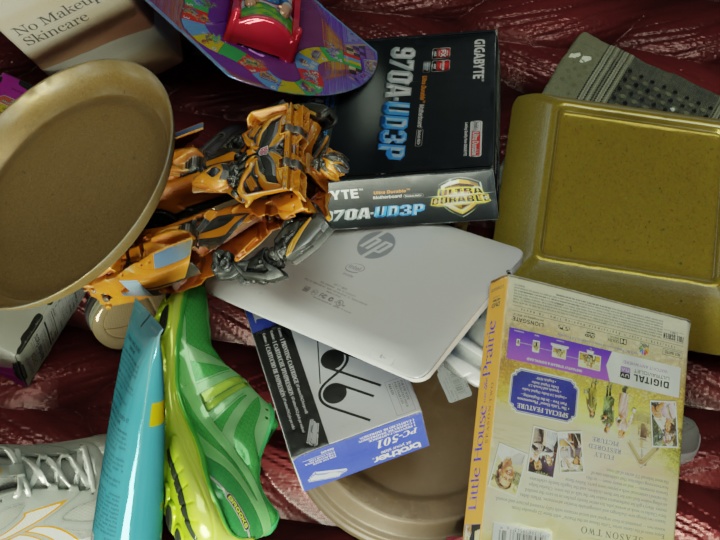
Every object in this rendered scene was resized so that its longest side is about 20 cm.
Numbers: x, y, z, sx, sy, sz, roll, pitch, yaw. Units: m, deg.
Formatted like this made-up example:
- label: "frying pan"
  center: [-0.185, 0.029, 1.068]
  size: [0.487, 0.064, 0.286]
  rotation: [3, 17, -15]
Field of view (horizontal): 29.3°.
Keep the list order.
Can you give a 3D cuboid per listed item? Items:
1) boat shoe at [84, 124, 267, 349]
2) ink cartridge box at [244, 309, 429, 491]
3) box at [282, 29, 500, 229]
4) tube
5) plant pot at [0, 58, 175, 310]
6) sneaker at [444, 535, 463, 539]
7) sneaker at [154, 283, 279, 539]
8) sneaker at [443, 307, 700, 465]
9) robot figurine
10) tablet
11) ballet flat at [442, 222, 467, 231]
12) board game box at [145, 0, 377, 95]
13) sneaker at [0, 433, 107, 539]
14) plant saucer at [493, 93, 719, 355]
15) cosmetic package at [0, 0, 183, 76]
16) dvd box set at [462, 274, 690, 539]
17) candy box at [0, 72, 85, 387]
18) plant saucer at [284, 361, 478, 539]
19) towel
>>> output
- label: "boat shoe"
  center: [-0.135, -0.029, 1.029]
  size: [0.065, 0.072, 0.200]
  rotation: [32, 76, 39]
- label: "ink cartridge box"
  center: [-0.027, 0.050, 0.971]
  size: [0.093, 0.044, 0.201]
  rotation: [-19, 49, -3]
- label: "box"
  center: [0.026, -0.108, 1.030]
  size: [0.157, 0.046, 0.201]
  rotation: [-3, 38, 9]
- label: "tube"
  center: [-0.148, 0.125, 0.893]
  size: [0.050, 0.077, 0.203]
  rotation: [1, 102, -27]
- label: "plant pot"
  center: [-0.206, -0.057, 0.948]
  size: [0.198, 0.028, 0.202]
  rotation: [-16, 54, 22]
- label: "sneaker"
  center: [0.066, 0.226, 0.913]
  size: [0.199, 0.074, 0.087]
  rotation: [-27, 60, -24]
- label: "sneaker"
  center: [-0.103, 0.099, 0.944]
  size: [0.083, 0.074, 0.202]
  rotation: [2, 59, -29]
- label: "sneaker"
  center: [0.160, 0.074, 0.950]
  size: [0.198, 0.075, 0.083]
  rotation: [25, 91, -18]
- label: "robot figurine"
  center: [-0.100, -0.048, 0.931]
  size: [0.198, 0.058, 0.147]
  rotation: [-18, 52, 24]
- label: "tablet"
  center: [0.000, 0.000, 0.955]
  size: [0.198, 0.014, 0.130]
  rotation: [21, 54, 34]
- label: "ballet flat"
  center: [0.055, -0.037, 1.039]
  size: [0.068, 0.070, 0.201]
  rotation: [10, 44, 2]
- label: "board game box"
  center: [-0.075, -0.206, 1.033]
  size: [0.200, 0.039, 0.157]
  rotation: [43, 38, 24]
- label: "sneaker"
  center: [-0.224, 0.146, 0.915]
  size: [0.197, 0.092, 0.076]
  rotation: [-14, 63, -16]
- label: "plant saucer"
  center: [0.203, -0.049, 1.035]
  size: [0.197, 0.049, 0.202]
  rotation: [9, 64, 4]
- label: "cosmetic package"
  center: [-0.223, -0.220, 1.033]
  size: [0.102, 0.200, 0.088]
  rotation: [-21, 63, 13]
- label: "dvd box set"
  center: [0.141, 0.116, 0.890]
  size: [0.144, 0.029, 0.203]
  rotation: [12, 75, -20]
- label: "candy box"
  center: [-0.258, -0.033, 1.025]
  size: [0.135, 0.061, 0.201]
  rotation: [24, 64, 9]
- label: "plant saucer"
  center: [0.043, 0.102, 0.991]
  size: [0.197, 0.030, 0.203]
  rotation: [1, 62, -2]
- label: "towel"
  center: [0.216, -0.078, 1.096]
  size: [0.191, 0.035, 0.201]
  rotation: [27, 67, 14]
